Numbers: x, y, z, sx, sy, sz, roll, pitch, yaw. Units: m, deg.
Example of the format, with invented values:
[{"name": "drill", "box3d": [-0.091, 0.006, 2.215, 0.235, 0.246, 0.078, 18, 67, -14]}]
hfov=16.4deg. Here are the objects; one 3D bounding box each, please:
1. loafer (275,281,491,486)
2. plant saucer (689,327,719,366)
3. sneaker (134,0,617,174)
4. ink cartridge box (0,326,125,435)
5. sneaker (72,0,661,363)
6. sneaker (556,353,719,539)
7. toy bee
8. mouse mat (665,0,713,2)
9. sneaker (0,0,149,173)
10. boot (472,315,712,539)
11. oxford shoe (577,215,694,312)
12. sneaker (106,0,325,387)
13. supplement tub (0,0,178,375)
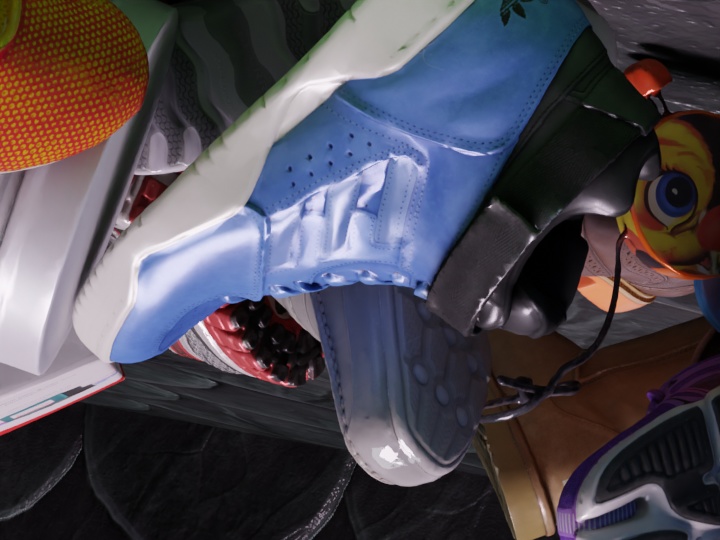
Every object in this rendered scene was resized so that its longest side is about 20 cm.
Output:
[{"name": "loafer", "box3d": [0.000, 0.000, 0.861, 0.070, 0.200, 0.070, -27, 127, 19]}, {"name": "plant saucer", "box3d": [0.230, 0.055, 0.985, 0.199, 0.037, 0.201, -6, -154, 3]}, {"name": "sneaker", "box3d": [-0.002, -0.077, 0.826, 0.199, 0.075, 0.082, 2, -157, 32]}, {"name": "ink cartridge box", "box3d": [-0.146, 0.001, 0.982, 0.067, 0.117, 0.200, -23, 177, -5]}, {"name": "sneaker", "box3d": [0.004, -0.007, 0.755, 0.111, 0.200, 0.077, 48, -153, 0]}, {"name": "sneaker", "box3d": [0.123, 0.071, 0.869, 0.083, 0.081, 0.200, -4, -172, 37]}, {"name": "toy bee", "box3d": [0.132, -0.024, 0.847, 0.199, 0.109, 0.131, -13, -177, -25]}, {"name": "mouse mat", "box3d": [0.000, -0.083, 0.624, 0.199, 0.008, 0.161, 3, -166, 14]}, {"name": "sneaker", "box3d": [-0.133, -0.071, 0.643, 0.199, 0.073, 0.077, 15, 162, -39]}, {"name": "boot", "box3d": [0.142, 0.036, 1.122, 0.199, 0.176, 0.066, -18, 134, -3]}, {"name": "oxford shoe", "box3d": [0.102, -0.030, 0.966, 0.073, 0.072, 0.200, -10, 169, 22]}, {"name": "sneaker", "box3d": [-0.087, -0.031, 0.932, 0.082, 0.078, 0.200, 1, 133, 42]}, {"name": "supplement tub", "box3d": [-0.170, -0.060, 0.773, 0.199, 0.146, 0.145, 21, 172, -1]}]
